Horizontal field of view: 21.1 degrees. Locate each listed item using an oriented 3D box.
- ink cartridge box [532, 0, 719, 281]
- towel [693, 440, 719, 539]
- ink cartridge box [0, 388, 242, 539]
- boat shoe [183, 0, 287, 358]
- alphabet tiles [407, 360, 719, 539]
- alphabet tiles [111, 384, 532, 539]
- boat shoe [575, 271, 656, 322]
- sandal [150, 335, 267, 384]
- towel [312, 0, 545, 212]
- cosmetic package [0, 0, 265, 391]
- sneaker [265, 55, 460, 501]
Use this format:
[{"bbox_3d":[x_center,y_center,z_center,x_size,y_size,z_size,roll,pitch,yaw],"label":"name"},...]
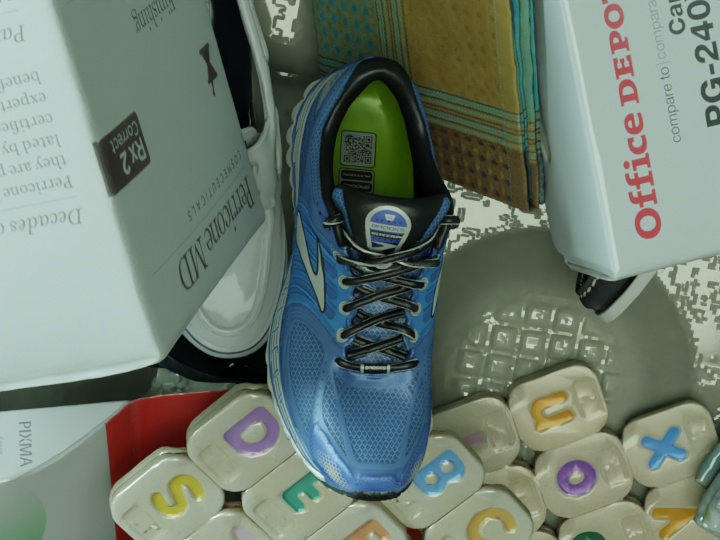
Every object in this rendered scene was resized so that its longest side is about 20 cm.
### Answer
[{"bbox_3d":[0.179,-0.089,0.866,0.198,0.083,0.146,-14,99,-8],"label":"ink cartridge box"},{"bbox_3d":[0.290,0.092,1.000,0.171,0.048,0.201,35,98,-14],"label":"towel"},{"bbox_3d":[-0.140,0.128,0.949,0.198,0.050,0.162,-3,141,-6],"label":"ink cartridge box"},{"bbox_3d":[-0.073,-0.056,0.921,0.073,0.065,0.202,-9,94,-6],"label":"boat shoe"},{"bbox_3d":[0.109,0.151,1.030,0.194,0.015,0.201,-21,105,4],"label":"alphabet tiles"},{"bbox_3d":[-0.023,0.146,0.930,0.195,0.015,0.200,-38,114,12],"label":"alphabet tiles"},{"bbox_3d":[0.146,-0.073,0.939,0.060,0.074,0.201,25,101,-8],"label":"boat shoe"},{"bbox_3d":[-0.067,0.028,0.976,0.199,0.043,0.077,19,104,-7],"label":"sandal"},{"bbox_3d":[0.025,-0.135,0.876,0.022,0.146,0.201,-29,126,-32],"label":"towel"},{"bbox_3d":[-0.158,-0.070,0.811,0.164,0.165,0.201,-10,109,17],"label":"cosmetic package"},{"bbox_3d":[0.000,0.000,0.849,0.078,0.089,0.202,-1,80,-10],"label":"sneaker"}]
